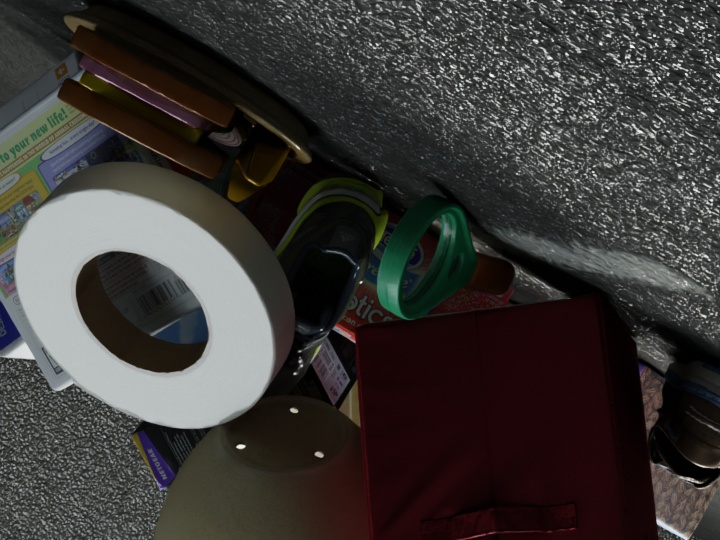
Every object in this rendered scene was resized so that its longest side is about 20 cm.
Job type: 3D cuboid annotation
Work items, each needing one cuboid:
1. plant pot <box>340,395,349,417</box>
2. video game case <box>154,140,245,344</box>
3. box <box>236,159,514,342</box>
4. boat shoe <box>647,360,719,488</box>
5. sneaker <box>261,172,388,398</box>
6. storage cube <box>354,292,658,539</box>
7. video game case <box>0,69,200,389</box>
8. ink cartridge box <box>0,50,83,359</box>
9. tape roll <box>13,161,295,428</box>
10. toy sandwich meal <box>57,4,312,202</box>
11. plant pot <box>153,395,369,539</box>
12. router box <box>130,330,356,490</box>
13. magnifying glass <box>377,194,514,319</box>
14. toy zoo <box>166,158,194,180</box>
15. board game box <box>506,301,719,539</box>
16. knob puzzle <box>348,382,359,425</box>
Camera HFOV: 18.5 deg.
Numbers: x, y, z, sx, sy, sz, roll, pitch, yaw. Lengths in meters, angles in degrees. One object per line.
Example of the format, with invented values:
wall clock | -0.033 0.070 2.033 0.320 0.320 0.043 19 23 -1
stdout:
plant pot | -0.035 0.086 1.988 0.200 0.175 0.200 6 174 1
video game case | -0.162 -0.036 1.726 0.200 0.182 0.022 28 174 24
box | 0.000 0.000 1.645 0.200 0.096 0.100 31 176 -11
boat shoe | 0.228 0.107 1.513 0.072 0.072 0.200 28 176 11
sneaker | -0.047 0.026 1.541 0.074 0.200 0.081 23 -147 -6
storage cube | 0.103 0.127 1.486 0.171 0.180 0.200 -8 164 14
video game case | -0.201 -0.029 1.583 0.022 0.200 0.182 -32 -88 -50
ink cartridge box | -0.256 -0.038 1.718 0.047 0.200 0.198 24 -143 -55
tape roll | -0.142 0.019 1.507 0.203 0.037 0.203 14 129 17
toy sandwich meal | -0.120 -0.101 1.429 0.205 0.070 0.205 30 176 2
plant pot | -0.053 0.168 1.557 0.200 0.200 0.135 27 131 37
router box | -0.077 0.089 1.737 0.052 0.157 0.200 62 -163 -8
magnifying glass | 0.059 -0.004 1.438 0.022 0.080 0.200 25 -175 24
toy zoo | -0.138 -0.062 1.614 0.200 0.020 0.131 66 171 -6
board game box | 0.178 0.114 1.789 0.200 0.097 0.159 26 175 46
knob puzzle | 0.078 0.126 1.910 0.220 0.220 0.030 31 171 -14
